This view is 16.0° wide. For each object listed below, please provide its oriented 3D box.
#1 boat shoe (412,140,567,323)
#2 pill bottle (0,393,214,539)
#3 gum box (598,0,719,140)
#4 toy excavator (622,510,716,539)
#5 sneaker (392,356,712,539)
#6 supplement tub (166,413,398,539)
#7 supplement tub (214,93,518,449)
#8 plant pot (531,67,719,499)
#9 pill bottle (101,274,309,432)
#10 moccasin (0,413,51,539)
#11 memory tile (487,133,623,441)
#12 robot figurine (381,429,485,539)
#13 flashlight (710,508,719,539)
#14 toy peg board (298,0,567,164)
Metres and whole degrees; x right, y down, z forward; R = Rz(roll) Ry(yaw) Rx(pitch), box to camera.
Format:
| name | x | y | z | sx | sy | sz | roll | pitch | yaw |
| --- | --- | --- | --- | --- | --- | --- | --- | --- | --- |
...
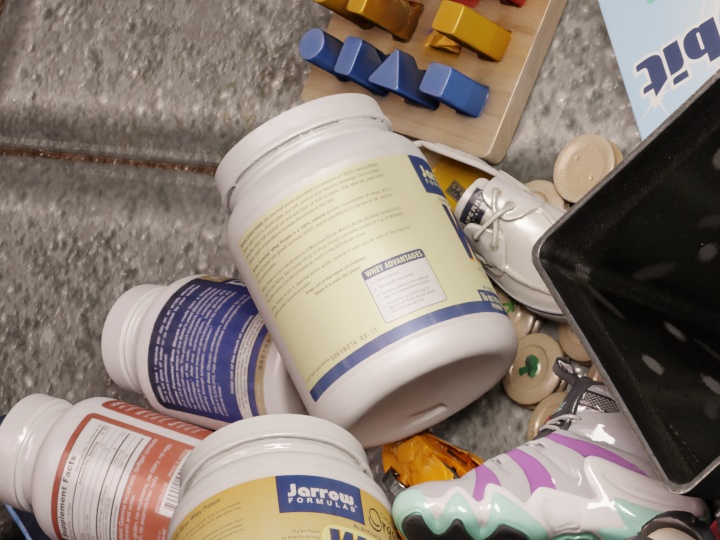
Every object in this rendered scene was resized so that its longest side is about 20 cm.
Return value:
| name | x | y | z | sx | sy | sz | roll | pitch | yaw |
| --- | --- | --- | --- | --- | --- | --- | --- | --- | --- |
| boat shoe | 0.092 | -0.032 | 1.711 | 0.071 | 0.070 | 0.200 | -56 | 46 | 9 |
| pill bottle | -0.159 | 0.154 | 1.816 | 0.200 | 0.112 | 0.112 | 16 | 84 | 26 |
| gum box | 0.251 | -0.148 | 1.660 | 0.170 | 0.045 | 0.200 | -32 | 54 | 27 |
| toy excavator | 0.195 | 0.267 | 1.469 | 0.200 | 0.100 | 0.195 | 37 | 108 | 16 |
| sneaker | 0.116 | 0.114 | 1.601 | 0.078 | 0.200 | 0.140 | 113 | 159 | -56 |
| supplement tub | -0.043 | 0.201 | 1.555 | 0.144 | 0.144 | 0.200 | -35 | 41 | 25 |
| supplement tub | 0.000 | 0.000 | 1.679 | 0.145 | 0.145 | 0.200 | -36 | 69 | 25 |
| plant pot | 0.257 | 0.016 | 1.497 | 0.200 | 0.177 | 0.200 | -45 | 50 | 20 |
| pill bottle | -0.090 | 0.062 | 1.827 | 0.200 | 0.111 | 0.111 | 9 | 79 | 42 |
| moccasin | -0.212 | 0.182 | 1.922 | 0.068 | 0.080 | 0.200 | -42 | 65 | 15 |
| memory tile | 0.144 | 0.018 | 1.706 | 0.153 | 0.017 | 0.200 | -40 | 51 | 22 |
| robot figurine | 0.061 | 0.189 | 1.681 | 0.145 | 0.058 | 0.200 | -55 | 46 | 10 |
| flashlight | 0.189 | 0.218 | 1.551 | 0.200 | 0.068 | 0.068 | -46 | 49 | 17 |
| toy peg board | 0.038 | -0.203 | 1.831 | 0.200 | 0.098 | 0.199 | 20 | 87 | 44 |
